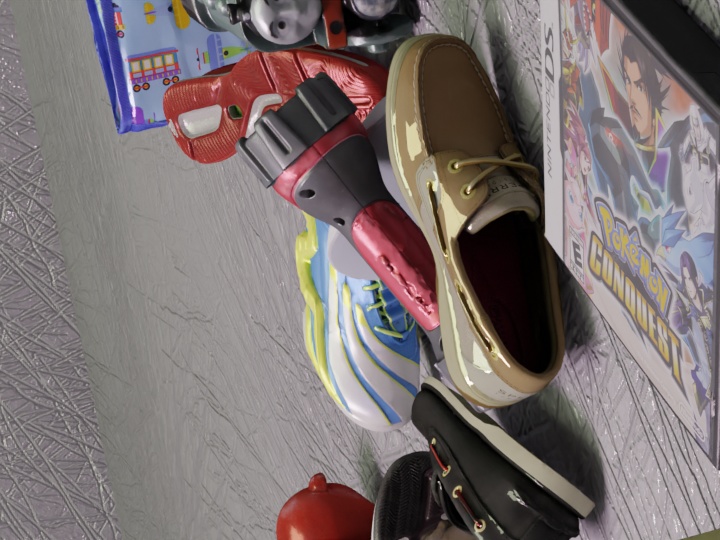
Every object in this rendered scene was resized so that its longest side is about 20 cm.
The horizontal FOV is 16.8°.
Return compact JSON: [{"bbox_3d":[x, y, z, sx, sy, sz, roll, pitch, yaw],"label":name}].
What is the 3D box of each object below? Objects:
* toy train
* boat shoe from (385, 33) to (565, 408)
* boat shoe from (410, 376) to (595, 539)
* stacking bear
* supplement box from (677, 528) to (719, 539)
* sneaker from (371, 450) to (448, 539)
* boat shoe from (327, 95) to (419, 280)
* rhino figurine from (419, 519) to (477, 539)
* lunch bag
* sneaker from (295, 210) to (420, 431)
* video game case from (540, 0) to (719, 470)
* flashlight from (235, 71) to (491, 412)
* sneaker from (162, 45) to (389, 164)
[{"bbox_3d":[-0.042,-0.174,1.464,0.200,0.113,0.086,-136,34,-67],"label":"toy train"},{"bbox_3d":[0.068,-0.031,1.267,0.066,0.074,0.201,-18,87,64],"label":"boat shoe"},{"bbox_3d":[0.065,0.113,1.371,0.074,0.063,0.201,37,-179,-23],"label":"boat shoe"},{"bbox_3d":[-0.007,0.247,1.772,0.122,0.113,0.201,97,160,-56],"label":"stacking bear"},{"bbox_3d":[0.177,0.177,0.708,0.200,0.198,0.135,-117,19,-45],"label":"supplement box"},{"bbox_3d":[0.045,0.212,1.581,0.115,0.075,0.201,-171,68,-79],"label":"sneaker"},{"bbox_3d":[0.026,-0.068,1.408,0.200,0.069,0.067,110,168,-58],"label":"boat shoe"},{"bbox_3d":[0.096,0.226,1.404,0.201,0.059,0.088,68,155,19],"label":"rhino figurine"},{"bbox_3d":[-0.107,-0.188,1.639,0.094,0.150,0.201,-164,62,-75],"label":"lunch bag"},{"bbox_3d":[0.000,0.000,1.547,0.105,0.075,0.201,132,125,-73],"label":"sneaker"},{"bbox_3d":[0.127,-0.041,1.083,0.200,0.025,0.182,-121,22,-52],"label":"video game case"},{"bbox_3d":[0.019,-0.013,1.322,0.200,0.068,0.068,50,136,2],"label":"flashlight"},{"bbox_3d":[-0.027,-0.124,1.530,0.199,0.115,0.079,2,119,46],"label":"sneaker"}]
